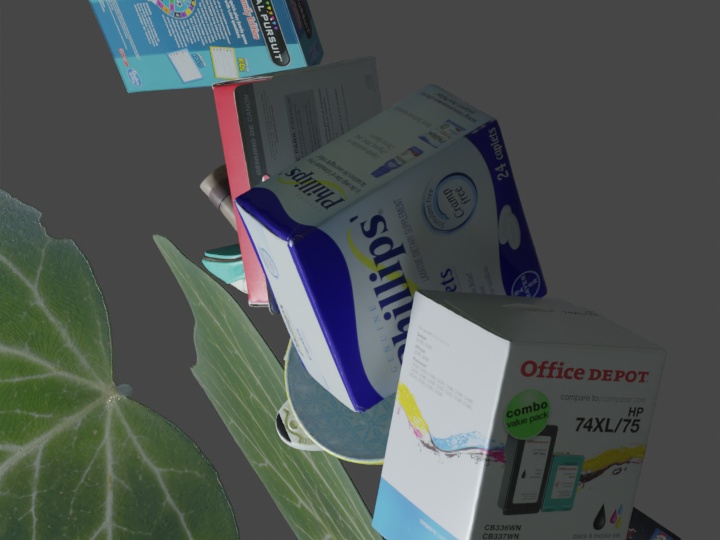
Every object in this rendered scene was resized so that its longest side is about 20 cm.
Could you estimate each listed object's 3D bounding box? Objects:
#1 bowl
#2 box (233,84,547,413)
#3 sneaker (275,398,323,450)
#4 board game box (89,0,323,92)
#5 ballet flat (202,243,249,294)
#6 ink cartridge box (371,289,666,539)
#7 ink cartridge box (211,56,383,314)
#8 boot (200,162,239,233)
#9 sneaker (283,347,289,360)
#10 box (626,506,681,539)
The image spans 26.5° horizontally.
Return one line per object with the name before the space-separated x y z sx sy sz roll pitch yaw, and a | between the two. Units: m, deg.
bowl | 0.034 0.104 1.557 0.200 0.200 0.108 52 -171 27
box | 0.029 -0.018 1.239 0.105 0.200 0.184 38 155 52
sneaker | 0.007 0.162 1.683 0.147 0.200 0.081 89 158 -68
board game box | -0.151 -0.248 1.450 0.047 0.200 0.151 -71 -28 -44
ballet flat | -0.097 -0.002 1.653 0.200 0.067 0.071 -11 99 45
ink cartridge box | 0.118 0.130 1.173 0.146 0.146 0.200 30 113 60
ink cartridge box | -0.057 -0.075 1.334 0.084 0.175 0.201 -1 101 44
boot | -0.128 -0.058 1.793 0.146 0.070 0.200 42 -155 0
sneaker | -0.048 0.023 1.698 0.075 0.082 0.200 126 150 -46
box | 0.175 0.201 1.344 0.200 0.038 0.137 34 168 8
